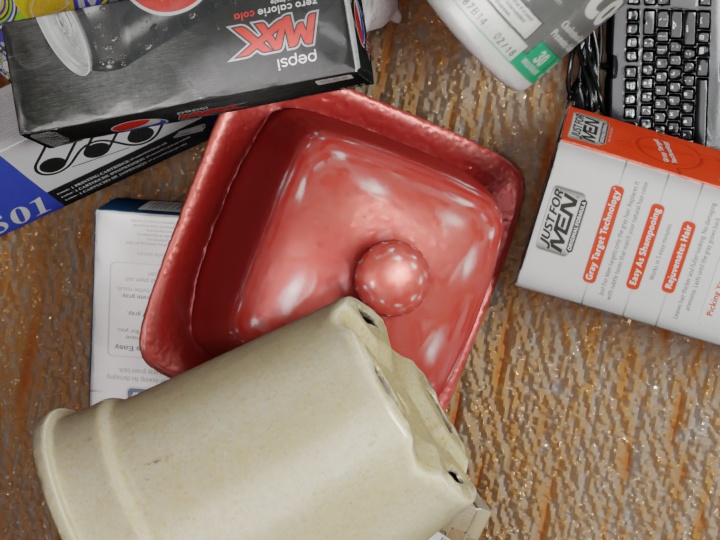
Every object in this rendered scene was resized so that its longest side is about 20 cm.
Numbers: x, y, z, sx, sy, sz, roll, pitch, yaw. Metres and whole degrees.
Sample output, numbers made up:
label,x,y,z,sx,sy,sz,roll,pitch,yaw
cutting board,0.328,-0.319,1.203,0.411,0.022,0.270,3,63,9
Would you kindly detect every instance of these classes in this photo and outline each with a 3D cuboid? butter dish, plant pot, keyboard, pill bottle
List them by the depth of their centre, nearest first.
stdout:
label,x,y,z,sx,sy,sz,roll,pitch,yaw
plant pot,-0.046,0.116,1.541,0.183,0.200,0.200,-32,92,10
pill bottle,0.128,-0.206,1.613,0.200,0.113,0.113,-41,90,9
butter dish,0.000,0.000,1.638,0.199,0.148,0.200,22,88,-18
keyboard,0.169,-0.119,1.675,0.104,0.040,0.200,2,99,9

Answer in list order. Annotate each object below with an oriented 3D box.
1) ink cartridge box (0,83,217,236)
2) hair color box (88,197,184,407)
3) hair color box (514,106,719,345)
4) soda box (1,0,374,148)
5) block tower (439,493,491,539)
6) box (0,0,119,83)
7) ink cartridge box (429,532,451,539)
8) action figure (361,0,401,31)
label,x,y,z,sx,sy,sz,roll,pitch,yaw
ink cartridge box,-0.195,-0.075,1.715,0.200,0.094,0.044,-24,64,13
hair color box,-0.113,0.059,1.743,0.100,0.061,0.200,4,99,8
hair color box,0.201,-0.016,1.657,0.200,0.061,0.102,17,116,2
soda box,-0.098,-0.124,1.611,0.200,0.063,0.071,-10,86,8
block tower,-0.025,0.131,1.704,0.200,0.054,0.058,21,103,-22
box,-0.158,-0.189,1.664,0.070,0.064,0.200,46,134,1
ink cartridge box,0.018,0.232,1.686,0.145,0.084,0.200,-43,127,15
action figure,-0.060,-0.199,1.674,0.193,0.105,0.200,41,103,11
